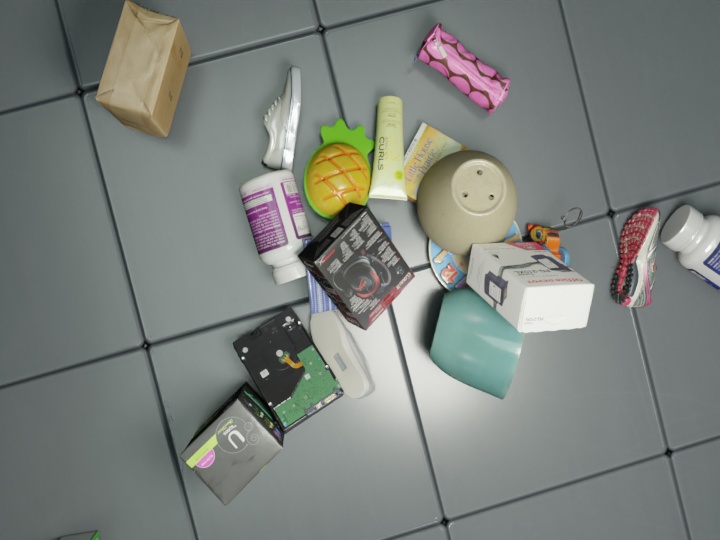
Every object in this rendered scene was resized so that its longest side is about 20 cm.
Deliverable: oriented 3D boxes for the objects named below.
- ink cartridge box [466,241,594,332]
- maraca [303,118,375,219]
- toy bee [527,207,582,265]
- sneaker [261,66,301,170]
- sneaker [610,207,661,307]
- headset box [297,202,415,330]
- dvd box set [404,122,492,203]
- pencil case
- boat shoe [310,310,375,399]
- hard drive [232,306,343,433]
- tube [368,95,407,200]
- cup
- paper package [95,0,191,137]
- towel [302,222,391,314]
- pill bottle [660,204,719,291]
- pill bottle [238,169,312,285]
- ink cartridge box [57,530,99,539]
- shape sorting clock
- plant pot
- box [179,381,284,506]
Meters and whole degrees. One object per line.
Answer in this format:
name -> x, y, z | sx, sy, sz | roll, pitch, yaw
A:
ink cartridge box -> 0.299, 0.025, 1.377 | 0.141, 0.200, 0.086 | -3, 115, -20
maraca -> -0.039, -0.195, 1.490 | 0.134, 0.107, 0.205 | 15, 75, -12
toy bee -> 0.370, -0.042, 1.535 | 0.130, 0.109, 0.202 | 27, 103, -35
sneaker -> -0.154, -0.297, 1.494 | 0.069, 0.073, 0.205 | 7, 90, -7
sneaker -> 0.566, -0.026, 1.555 | 0.073, 0.081, 0.205 | 11, 98, -19
headset box -> 0.000, 0.000, 1.442 | 0.149, 0.075, 0.201 | -46, 119, -15
dvd box set -> 0.173, -0.181, 1.525 | 0.197, 0.029, 0.148 | 30, 83, 3
pencil case -> 0.205, -0.394, 1.510 | 0.198, 0.094, 0.092 | 34, 88, -5
boat shoe -> -0.030, 0.156, 1.509 | 0.072, 0.068, 0.201 | -43, 67, 19
hard drive -> -0.139, 0.189, 1.475 | 0.138, 0.038, 0.201 | -31, 70, -14
tube -> 0.057, -0.236, 1.498 | 0.057, 0.052, 0.205 | -6, 75, 33
cup -> 0.207, -0.139, 1.433 | 0.195, 0.143, 0.206 | 0, 83, -1
paper package -> -0.391, -0.363, 1.413 | 0.101, 0.200, 0.195 | 16, 89, -5
towel -> -0.018, -0.007, 1.490 | 0.196, 0.024, 0.149 | -12, 103, -29
pill bottle -> 0.708, -0.039, 1.539 | 0.198, 0.120, 0.121 | 33, 88, -4
pill bottle -> -0.155, -0.081, 1.477 | 0.110, 0.112, 0.205 | -17, 92, -4
ink cartridge box -> -0.531, 0.617, 1.441 | 0.081, 0.147, 0.205 | -8, 92, -5
shape sorting clock -> 0.232, -0.043, 1.543 | 0.195, 0.039, 0.205 | 0, 91, -4
plant pot -> 0.219, 0.124, 1.471 | 0.157, 0.201, 0.205 | 15, 90, 5
box -> -0.231, 0.315, 1.431 | 0.148, 0.200, 0.125 | -44, 94, -2
